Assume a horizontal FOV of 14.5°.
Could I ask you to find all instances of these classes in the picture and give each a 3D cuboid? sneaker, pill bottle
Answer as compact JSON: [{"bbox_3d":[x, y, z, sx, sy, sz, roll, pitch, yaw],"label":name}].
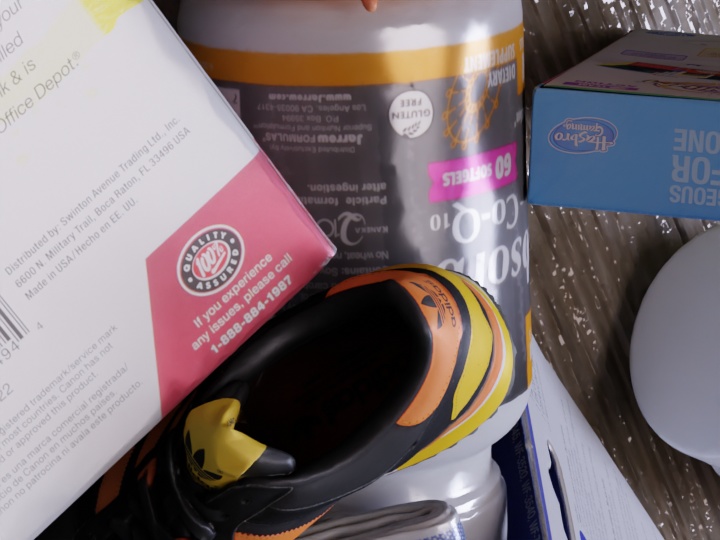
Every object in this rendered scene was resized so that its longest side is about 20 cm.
[{"bbox_3d":[-0.047,0.062,0.856,0.200,0.070,0.090,-37,164,7],"label":"sneaker"},{"bbox_3d":[0.207,0.053,1.158,0.200,0.114,0.114,22,84,-43],"label":"pill bottle"},{"bbox_3d":[0.000,0.000,0.954,0.116,0.116,0.200,-15,109,-40],"label":"pill bottle"}]

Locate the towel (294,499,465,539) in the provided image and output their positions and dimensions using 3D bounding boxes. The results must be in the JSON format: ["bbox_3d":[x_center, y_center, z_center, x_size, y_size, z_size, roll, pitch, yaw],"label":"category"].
[{"bbox_3d":[-0.014,0.174,0.951,0.147,0.024,0.200,-14,115,6],"label":"towel"}]

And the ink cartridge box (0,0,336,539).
[{"bbox_3d":[-0.126,-0.037,0.817,0.145,0.083,0.200,-42,116,-14],"label":"ink cartridge box"}]

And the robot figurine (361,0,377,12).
[{"bbox_3d":[-0.036,-0.178,0.870,0.117,0.144,0.200,-37,111,-23],"label":"robot figurine"}]

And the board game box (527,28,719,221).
[{"bbox_3d":[0.152,-0.051,1.002,0.200,0.153,0.040,-33,128,-72],"label":"board game box"}]

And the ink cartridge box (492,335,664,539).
[{"bbox_3d":[0.088,0.135,1.031,0.047,0.198,0.200,-27,125,15],"label":"ink cartridge box"}]
